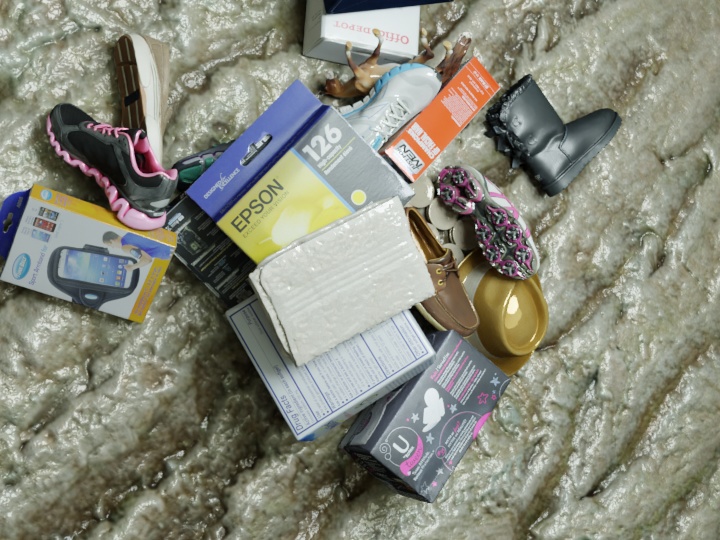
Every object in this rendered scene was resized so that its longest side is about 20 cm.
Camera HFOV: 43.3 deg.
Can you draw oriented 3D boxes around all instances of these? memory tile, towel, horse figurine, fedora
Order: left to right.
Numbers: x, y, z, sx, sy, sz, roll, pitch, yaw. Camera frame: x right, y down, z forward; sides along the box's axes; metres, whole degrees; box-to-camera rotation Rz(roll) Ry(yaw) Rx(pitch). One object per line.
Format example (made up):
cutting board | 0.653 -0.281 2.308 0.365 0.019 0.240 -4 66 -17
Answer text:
towel | -0.020 0.013 1.050 0.199 0.034 0.133 -26 105 -11
horse figurine | 0.049 -0.269 1.213 0.199 0.133 0.050 -4 63 -7
memory tile | 0.108 -0.029 1.315 0.200 0.017 0.154 40 72 -17
fedora | 0.212 0.059 1.304 0.200 0.082 0.202 -1 92 -31

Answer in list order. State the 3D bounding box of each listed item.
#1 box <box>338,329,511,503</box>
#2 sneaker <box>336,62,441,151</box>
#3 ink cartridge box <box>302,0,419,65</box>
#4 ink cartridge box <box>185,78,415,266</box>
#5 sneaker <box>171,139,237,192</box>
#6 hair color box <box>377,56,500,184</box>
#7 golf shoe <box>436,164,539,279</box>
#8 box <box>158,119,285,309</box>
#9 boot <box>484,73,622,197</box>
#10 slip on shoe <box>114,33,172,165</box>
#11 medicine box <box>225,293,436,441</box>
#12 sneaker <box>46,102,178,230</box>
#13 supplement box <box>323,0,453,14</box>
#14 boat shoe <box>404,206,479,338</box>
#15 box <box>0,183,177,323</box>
box | 0.083 0.192 1.225 0.115 0.132 0.200 41 71 -12
sneaker | 0.026 -0.193 1.197 0.075 0.199 0.087 37 32 -41
ink cartridge box | 0.004 -0.390 1.258 0.144 0.087 0.201 6 82 -23
ink cartridge box | -0.071 -0.093 1.078 0.200 0.047 0.198 44 87 -6
sneaker | -0.151 -0.150 1.197 0.199 0.075 0.088 -9 47 -10
hair color box | 0.093 -0.201 1.269 0.064 0.111 0.200 46 70 -14
golf shoe | 0.196 -0.074 1.286 0.092 0.073 0.200 -6 56 -50
box | -0.138 -0.067 1.146 0.200 0.044 0.160 -43 111 3
boot | 0.292 -0.227 1.383 0.198 0.073 0.163 -46 100 -19
slip on shoe | -0.265 -0.195 1.140 0.060 0.076 0.201 -5 85 -45
medicine box | -0.035 0.085 1.136 0.199 0.103 0.183 -32 77 0
sneaker | -0.289 -0.143 1.079 0.200 0.096 0.079 44 32 11
supplement box | 0.044 -0.456 1.160 0.199 0.134 0.201 -13 89 -24
boat shoe | 0.098 0.003 1.234 0.072 0.068 0.201 -31 84 -45
box | -0.332 -0.020 1.077 0.199 0.042 0.119 19 116 -22
